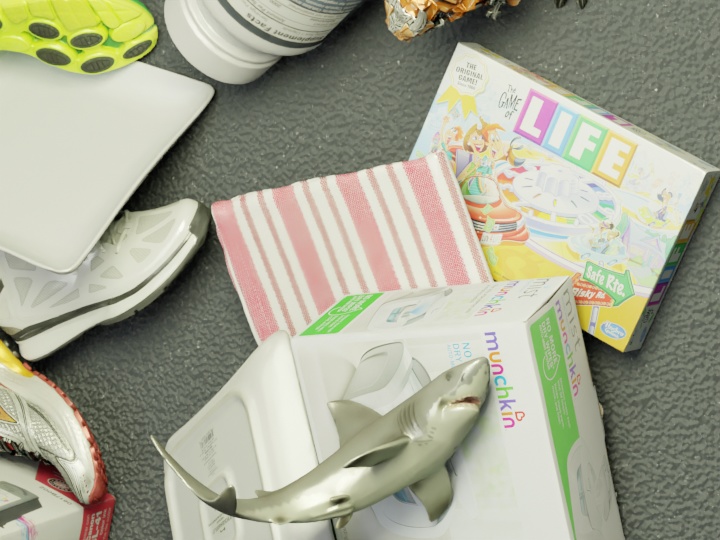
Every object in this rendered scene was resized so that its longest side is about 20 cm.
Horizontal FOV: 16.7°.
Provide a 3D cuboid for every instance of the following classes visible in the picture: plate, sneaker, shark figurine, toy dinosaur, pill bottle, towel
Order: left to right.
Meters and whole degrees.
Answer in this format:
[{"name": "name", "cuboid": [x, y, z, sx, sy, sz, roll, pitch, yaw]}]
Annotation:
[{"name": "sneaker", "cuboid": [-0.266, 0.114, 1.833, 0.200, 0.078, 0.082, 37, 69, 24]}, {"name": "sneaker", "cuboid": [-0.246, -0.198, 1.814, 0.198, 0.084, 0.074, 6, 134, 9]}, {"name": "plate", "cuboid": [-0.235, -0.087, 1.784, 0.199, 0.200, 0.032, 20, 145, 24]}, {"name": "sneaker", "cuboid": [-0.210, -0.018, 1.784, 0.200, 0.076, 0.115, -30, 116, 27]}, {"name": "plate", "cuboid": [-0.086, 0.171, 1.704, 0.200, 0.032, 0.201, -46, 50, 51]}, {"name": "pill bottle", "cuboid": [-0.047, -0.218, 1.673, 0.200, 0.119, 0.120, -40, 75, 43]}, {"name": "shark figurine", "cuboid": [-0.021, 0.117, 1.572, 0.213, 0.129, 0.090, -20, 51, -12]}, {"name": "towel", "cuboid": [0.000, 0.000, 1.699, 0.199, 0.030, 0.147, -12, 107, 30]}, {"name": "toy dinosaur", "cuboid": [0.103, -0.223, 1.602, 0.199, 0.136, 0.103, -23, 82, 27]}]

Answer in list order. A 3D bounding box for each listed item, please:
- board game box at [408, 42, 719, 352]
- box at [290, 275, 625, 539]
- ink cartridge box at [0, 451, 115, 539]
[{"name": "board game box", "cuboid": [0.128, -0.051, 1.657, 0.199, 0.034, 0.135, 29, 106, 23]}, {"name": "box", "cuboid": [0.069, 0.116, 1.642, 0.175, 0.097, 0.201, -4, 107, 27]}, {"name": "ink cartridge box", "cuboid": [-0.298, 0.191, 1.799, 0.147, 0.200, 0.086, 24, 104, 23]}]
